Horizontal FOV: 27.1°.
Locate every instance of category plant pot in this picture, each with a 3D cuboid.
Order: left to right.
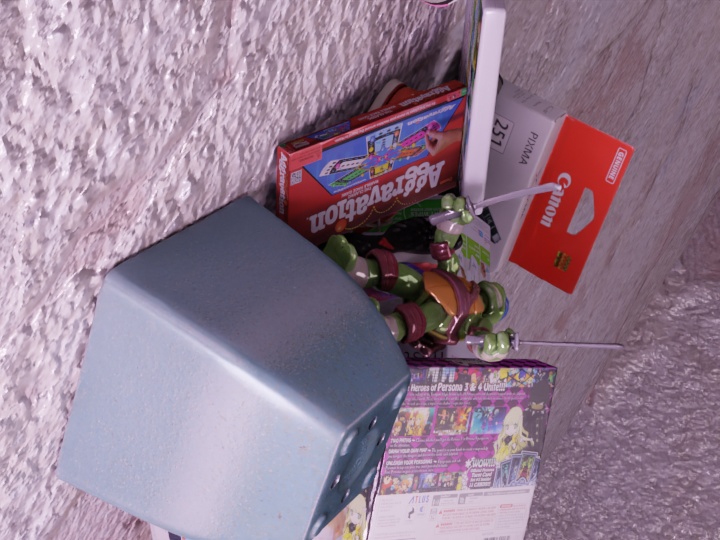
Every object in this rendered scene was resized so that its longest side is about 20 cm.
[{"bbox_3d":[-0.079,0.094,1.140,0.196,0.199,0.197,-35,149,-55],"label":"plant pot"}]

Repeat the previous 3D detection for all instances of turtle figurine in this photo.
[{"bbox_3d":[0.078,0.003,1.231,0.193,0.199,0.145,-2,88,-39],"label":"turtle figurine"}]

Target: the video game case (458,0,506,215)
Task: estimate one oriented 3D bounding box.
[{"bbox_3d":[0.105,-0.182,1.328,0.183,0.022,0.201,-87,-179,-54],"label":"video game case"}]

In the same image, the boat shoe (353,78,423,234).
[{"bbox_3d":[0.010,-0.074,1.358,0.201,0.062,0.071,-61,165,6],"label":"boat shoe"}]

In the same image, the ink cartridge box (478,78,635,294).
[{"bbox_3d":[0.182,-0.085,1.635,0.044,0.173,0.201,-35,150,-53],"label":"ink cartridge box"}]

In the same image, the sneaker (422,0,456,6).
[{"bbox_3d":[0.061,-0.293,1.139,0.087,0.073,0.201,-39,148,-51],"label":"sneaker"}]

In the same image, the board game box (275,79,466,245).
[{"bbox_3d":[0.010,-0.088,1.281,0.199,0.019,0.103,-25,135,-34],"label":"board game box"}]

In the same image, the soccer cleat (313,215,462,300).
[{"bbox_3d":[0.000,0.000,1.321,0.199,0.068,0.073,-8,132,-34],"label":"soccer cleat"}]

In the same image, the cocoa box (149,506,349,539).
[{"bbox_3d":[-0.071,0.189,1.302,0.199,0.131,0.134,-28,129,-33],"label":"cocoa box"}]

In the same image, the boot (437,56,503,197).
[{"bbox_3d":[0.117,-0.143,1.554,0.131,0.067,0.200,-64,165,-8],"label":"boot"}]

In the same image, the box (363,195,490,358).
[{"bbox_3d":[0.070,0.027,1.509,0.200,0.096,0.178,22,69,-73],"label":"box"}]

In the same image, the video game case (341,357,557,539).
[{"bbox_3d":[0.079,0.167,1.304,0.199,0.036,0.182,3,101,-41],"label":"video game case"}]
